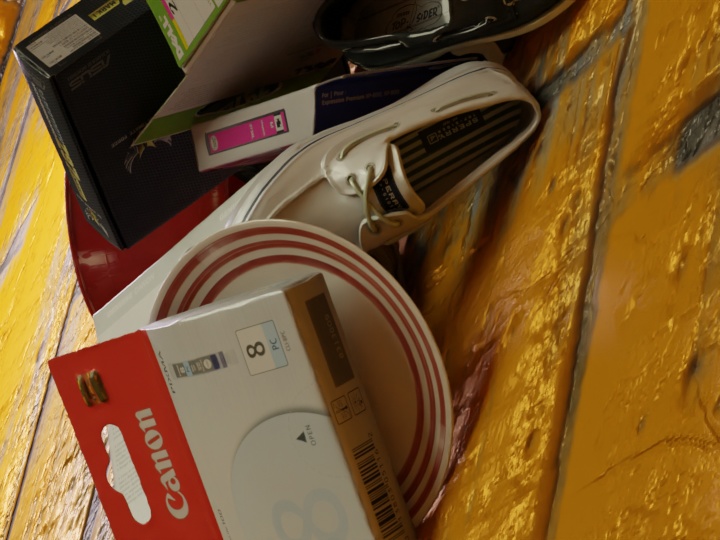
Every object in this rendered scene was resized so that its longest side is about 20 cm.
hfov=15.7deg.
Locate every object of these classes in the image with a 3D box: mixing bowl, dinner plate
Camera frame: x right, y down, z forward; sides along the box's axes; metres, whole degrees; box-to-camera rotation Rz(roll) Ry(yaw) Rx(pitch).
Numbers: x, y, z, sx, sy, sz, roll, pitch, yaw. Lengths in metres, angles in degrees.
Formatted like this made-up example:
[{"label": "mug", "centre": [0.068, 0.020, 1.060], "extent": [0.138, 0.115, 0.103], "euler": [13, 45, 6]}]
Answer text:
[{"label": "mixing bowl", "centre": [-0.134, -0.045, 1.941], "extent": [0.200, 0.108, 0.200], "euler": [-4, -90, -75]}, {"label": "dinner plate", "centre": [-0.033, 0.067, 1.449], "extent": [0.024, 0.200, 0.200], "euler": [-29, -28, -57]}]

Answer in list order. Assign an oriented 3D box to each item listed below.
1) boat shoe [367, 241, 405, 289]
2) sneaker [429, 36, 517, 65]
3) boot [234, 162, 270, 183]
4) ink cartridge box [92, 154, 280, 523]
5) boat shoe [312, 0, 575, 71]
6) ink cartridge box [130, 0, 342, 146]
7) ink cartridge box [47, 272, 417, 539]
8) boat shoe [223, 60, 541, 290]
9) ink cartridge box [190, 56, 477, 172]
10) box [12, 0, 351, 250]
[{"label": "boat shoe", "centre": [0.000, 0.000, 1.592], "extent": [0.065, 0.071, 0.200], "euler": [-48, 36, 43]}, {"label": "sneaker", "centre": [0.044, -0.149, 1.609], "extent": [0.200, 0.074, 0.080], "euler": [163, 123, -71]}, {"label": "boot", "centre": [-0.030, -0.140, 1.833], "extent": [0.211, 0.079, 0.158], "euler": [172, 117, -73]}, {"label": "ink cartridge box", "centre": [-0.079, 0.054, 1.565], "extent": [0.200, 0.044, 0.174], "euler": [-38, 46, 33]}, {"label": "boat shoe", "centre": [0.054, -0.169, 1.488], "extent": [0.199, 0.066, 0.075], "euler": [-17, 74, 38]}, {"label": "ink cartridge box", "centre": [-0.065, -0.166, 1.592], "extent": [0.076, 0.148, 0.200], "euler": [62, 147, 13]}, {"label": "ink cartridge box", "centre": [-0.083, 0.103, 1.447], "extent": [0.200, 0.160, 0.047], "euler": [-17, 6, 31]}, {"label": "boat shoe", "centre": [0.011, -0.054, 1.465], "extent": [0.200, 0.074, 0.067], "euler": [-38, 23, -7]}, {"label": "ink cartridge box", "centre": [-0.017, -0.094, 1.574], "extent": [0.200, 0.095, 0.037], "euler": [-15, 86, 60]}, {"label": "box", "centre": [-0.109, -0.129, 1.666], "extent": [0.200, 0.158, 0.051], "euler": [-36, 48, -18]}]
